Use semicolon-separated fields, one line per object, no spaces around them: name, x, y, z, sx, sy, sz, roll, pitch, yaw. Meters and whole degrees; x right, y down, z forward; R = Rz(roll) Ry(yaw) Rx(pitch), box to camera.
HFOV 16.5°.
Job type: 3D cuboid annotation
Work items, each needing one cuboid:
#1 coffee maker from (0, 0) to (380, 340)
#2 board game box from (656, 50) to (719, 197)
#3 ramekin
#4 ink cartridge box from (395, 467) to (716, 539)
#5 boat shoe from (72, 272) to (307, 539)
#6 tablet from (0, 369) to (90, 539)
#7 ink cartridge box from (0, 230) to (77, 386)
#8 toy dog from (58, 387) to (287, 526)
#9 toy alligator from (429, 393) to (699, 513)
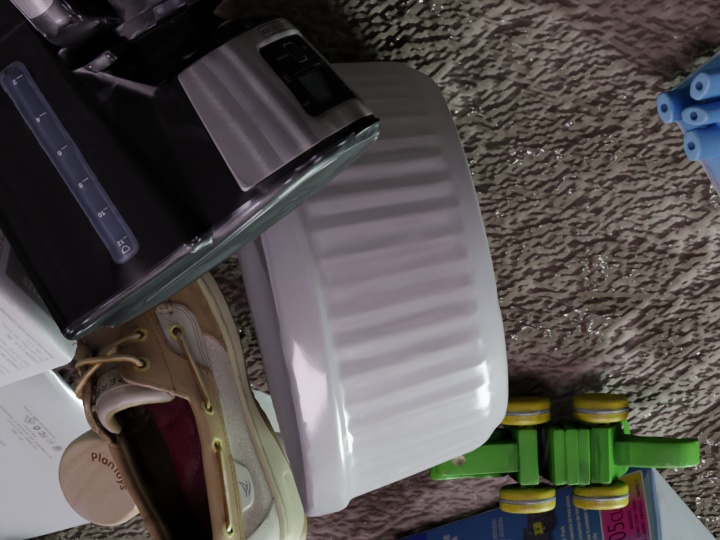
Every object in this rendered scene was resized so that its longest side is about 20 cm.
coffee maker;-0.115;-0.081;0.944;0.135;0.200;0.192;-32;180;-43
board game box;0.239;-0.043;1.043;0.026;0.200;0.200;-11;158;-48
ramekin;0.000;0.000;1.085;0.094;0.203;0.203;-13;144;-5
ink cartridge box;0.108;0.198;1.451;0.200;0.076;0.136;-18;141;22
boat shoe;-0.094;0.054;1.149;0.074;0.200;0.066;-36;170;35
tablet;-0.204;0.090;1.334;0.130;0.014;0.200;-16;141;18
ink cartridge box;-0.261;0.013;1.194;0.200;0.057;0.163;-17;137;26
toy dog;-0.060;0.060;1.240;0.200;0.132;0.097;-14;104;7
toy alligator;0.080;0.097;1.334;0.200;0.059;0.054;-2;-176;-1
